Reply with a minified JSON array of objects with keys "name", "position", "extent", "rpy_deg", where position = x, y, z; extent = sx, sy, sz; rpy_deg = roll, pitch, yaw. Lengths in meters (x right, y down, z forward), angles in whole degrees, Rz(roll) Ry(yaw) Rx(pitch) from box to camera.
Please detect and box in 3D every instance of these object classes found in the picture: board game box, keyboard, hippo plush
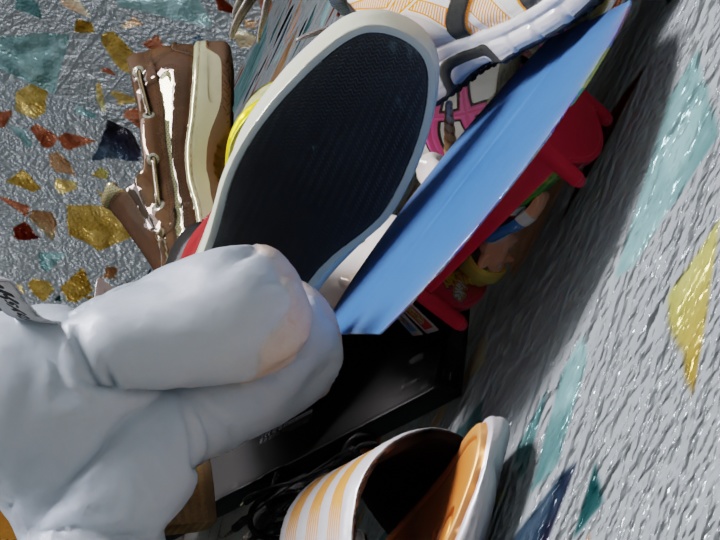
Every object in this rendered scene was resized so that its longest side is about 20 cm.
[{"name":"board game box","position":[0.057,-0.026,0.893],"extent":[0.158,0.039,0.200],"rpy_deg":[-52,8,-8]},{"name":"keyboard","position":[-0.021,0.078,1.001],"extent":[0.200,0.040,0.105],"rpy_deg":[-30,33,39]},{"name":"hippo plush","position":[-0.077,0.088,0.841],"extent":[0.200,0.158,0.162],"rpy_deg":[25,-131,-65]}]

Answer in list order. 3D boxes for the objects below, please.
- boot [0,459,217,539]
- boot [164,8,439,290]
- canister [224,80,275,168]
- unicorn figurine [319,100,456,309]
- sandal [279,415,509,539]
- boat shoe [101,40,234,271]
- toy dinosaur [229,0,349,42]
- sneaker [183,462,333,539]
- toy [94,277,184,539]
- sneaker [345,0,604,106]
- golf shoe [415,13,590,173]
[{"name":"boot","position":[-0.125,0.167,0.938],"extent":[0.071,0.143,0.203],"rpy_deg":[115,148,-69]},{"name":"boot","position":[-0.035,-0.037,0.999],"extent":[0.201,0.072,0.144],"rpy_deg":[-59,12,15]},{"name":"canister","position":[-0.032,-0.030,1.253],"extent":[0.200,0.086,0.150],"rpy_deg":[-106,18,-81]},{"name":"unicorn figurine","position":[0.000,0.000,1.082],"extent":[0.200,0.074,0.137],"rpy_deg":[-54,19,12]},{"name":"sandal","position":[-0.007,0.115,0.836],"extent":[0.207,0.059,0.079],"rpy_deg":[125,167,-52]},{"name":"boat shoe","position":[-0.112,-0.035,1.315],"extent":[0.075,0.074,0.204],"rpy_deg":[94,177,-69]},{"name":"toy dinosaur","position":[-0.012,-0.171,1.194],"extent":[0.201,0.104,0.182],"rpy_deg":[-61,-36,-29]},{"name":"sneaker","position":[-0.055,0.153,1.069],"extent":[0.200,0.075,0.092],"rpy_deg":[-55,37,14]},{"name":"toy","position":[-0.106,0.087,1.144],"extent":[0.200,0.047,0.116],"rpy_deg":[41,-131,-64]},{"name":"sneaker","position":[0.055,-0.127,0.936],"extent":[0.074,0.080,0.200],"rpy_deg":[-35,6,-39]},{"name":"golf shoe","position":[0.045,-0.115,1.081],"extent":[0.200,0.092,0.073],"rpy_deg":[124,166,-56]}]
